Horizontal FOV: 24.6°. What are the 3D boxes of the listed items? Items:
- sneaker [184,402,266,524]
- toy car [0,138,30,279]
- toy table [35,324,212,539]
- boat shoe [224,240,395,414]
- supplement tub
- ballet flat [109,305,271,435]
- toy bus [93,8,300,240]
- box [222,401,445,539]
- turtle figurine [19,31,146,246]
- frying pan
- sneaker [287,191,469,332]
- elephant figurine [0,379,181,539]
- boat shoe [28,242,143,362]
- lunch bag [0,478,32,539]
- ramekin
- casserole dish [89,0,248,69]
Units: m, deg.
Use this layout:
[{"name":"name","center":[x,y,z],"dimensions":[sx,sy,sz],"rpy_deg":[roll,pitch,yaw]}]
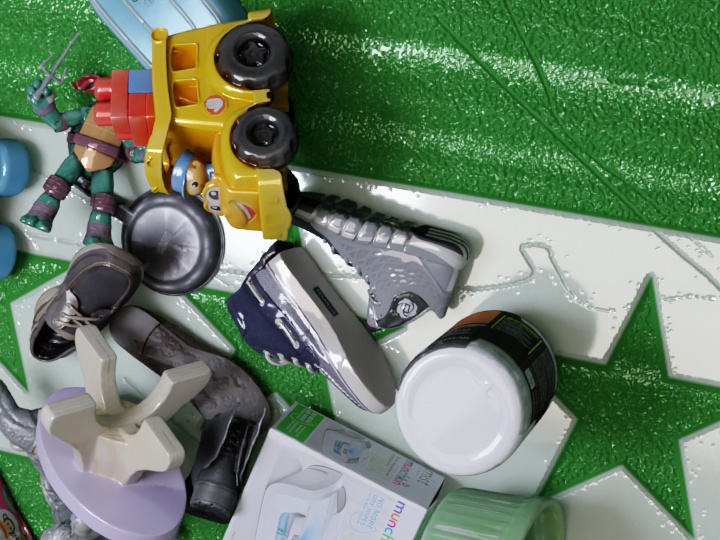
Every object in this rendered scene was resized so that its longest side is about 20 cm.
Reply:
[{"name":"sneaker","center":[-0.139,0.194,1.661],"dimensions":[0.060,0.200,0.105],"rpy_deg":[18,76,-8]},{"name":"toy car","center":[-0.481,-0.084,1.728],"dimensions":[0.199,0.184,0.178],"rpy_deg":[25,108,42]},{"name":"toy table","center":[-0.233,0.157,1.612],"dimensions":[0.200,0.183,0.118],"rpy_deg":[40,131,23]},{"name":"boat shoe","center":[-0.051,0.074,1.650],"dimensions":[0.093,0.075,0.201],"rpy_deg":[-39,79,27]},{"name":"supplement tub","center":[0.114,0.106,1.528],"dimensions":[0.122,0.200,0.124],"rpy_deg":[3,100,18]},{"name":"ballet flat","center":[-0.175,0.104,1.708],"dimensions":[0.199,0.046,0.068],"rpy_deg":[34,85,4]},{"name":"toy bus","center":[-0.152,-0.131,1.546],"dimensions":[0.190,0.136,0.201],"rpy_deg":[-4,64,-5]},{"name":"box","center":[-0.037,0.265,1.653],"dimensions":[0.176,0.097,0.201],"rpy_deg":[27,108,8]},{"name":"turtle figurine","center":[-0.264,-0.127,1.660],"dimensions":[0.149,0.101,0.202],"rpy_deg":[17,88,8]},{"name":"frying pan","center":[-0.218,-0.059,1.699],"dimensions":[0.115,0.031,0.190],"rpy_deg":[-37,90,18]},{"name":"sneaker","center":[0.000,0.000,1.614],"dimensions":[0.199,0.075,0.116],"rpy_deg":[18,107,13]},{"name":"elephant figurine","center":[-0.294,0.196,1.721],"dimensions":[0.141,0.156,0.201],"rpy_deg":[-23,60,-12]},{"name":"boat shoe","center":[-0.278,0.040,1.668],"dimensions":[0.074,0.074,0.200],"rpy_deg":[25,145,-18]},{"name":"lunch bag","center":[-0.466,0.282,1.814],"dimensions":[0.176,0.082,0.201],"rpy_deg":[-30,88,24]},{"name":"ramekin","center":[0.116,0.303,1.568],"dimensions":[0.097,0.200,0.202],"rpy_deg":[12,103,22]},{"name":"casserole dish","center":[-0.198,-0.261,1.649],"dimensions":[0.121,0.039,0.200],"rpy_deg":[-43,84,19]}]
